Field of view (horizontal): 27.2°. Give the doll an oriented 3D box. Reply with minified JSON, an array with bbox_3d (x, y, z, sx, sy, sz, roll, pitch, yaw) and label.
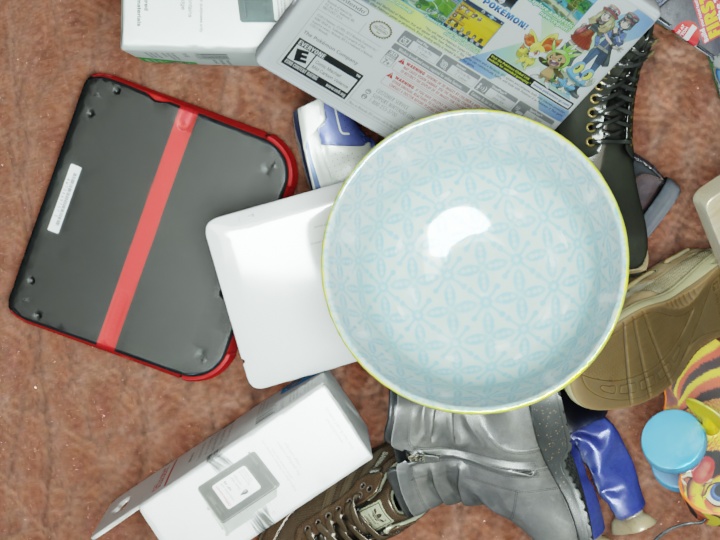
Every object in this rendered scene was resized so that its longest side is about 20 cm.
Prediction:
[{"bbox_3d":[0.149,0.116,1.129,0.136,0.048,0.200,-24,92,-19],"label":"doll"}]

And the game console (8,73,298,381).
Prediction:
[{"bbox_3d":[-0.155,-0.030,1.131,0.176,0.031,0.201,20,92,2],"label":"game console"}]

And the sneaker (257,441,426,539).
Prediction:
[{"bbox_3d":[0.001,0.175,1.120,0.200,0.076,0.071,-37,94,1],"label":"sneaker"}]

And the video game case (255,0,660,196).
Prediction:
[{"bbox_3d":[0.062,-0.156,0.976,0.200,0.022,0.182,28,124,-22],"label":"video game case"}]

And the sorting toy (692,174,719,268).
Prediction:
[{"bbox_3d":[0.366,-0.019,1.068,0.200,0.070,0.199,-33,121,-5],"label":"sorting toy"}]

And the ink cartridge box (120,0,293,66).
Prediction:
[{"bbox_3d":[-0.063,-0.190,1.062,0.199,0.147,0.083,1,94,-3],"label":"ink cartridge box"}]

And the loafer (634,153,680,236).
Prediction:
[{"bbox_3d":[0.156,-0.009,1.099,0.063,0.072,0.200,43,69,-1],"label":"loafer"}]

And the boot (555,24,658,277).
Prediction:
[{"bbox_3d":[0.172,-0.108,1.029,0.077,0.138,0.200,-9,67,-29],"label":"boot"}]

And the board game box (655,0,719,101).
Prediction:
[{"bbox_3d":[0.295,-0.195,1.083,0.199,0.062,0.200,-27,121,-5],"label":"board game box"}]

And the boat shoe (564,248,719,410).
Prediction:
[{"bbox_3d":[0.207,0.040,1.082,0.200,0.064,0.071,-26,116,-33],"label":"boat shoe"}]

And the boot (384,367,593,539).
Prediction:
[{"bbox_3d":[0.092,0.159,1.063,0.131,0.070,0.201,-13,105,6],"label":"boot"}]

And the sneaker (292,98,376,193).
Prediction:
[{"bbox_3d":[0.028,-0.048,1.112,0.115,0.081,0.200,-21,101,-3],"label":"sneaker"}]

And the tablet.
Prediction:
[{"bbox_3d":[0.000,0.000,1.071,0.199,0.014,0.130,-16,102,-2],"label":"tablet"}]

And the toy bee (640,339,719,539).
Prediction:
[{"bbox_3d":[0.263,0.145,1.097,0.108,0.131,0.201,6,89,21],"label":"toy bee"}]

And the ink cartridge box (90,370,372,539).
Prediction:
[{"bbox_3d":[-0.092,0.155,1.098,0.200,0.116,0.067,-34,95,2],"label":"ink cartridge box"}]

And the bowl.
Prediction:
[{"bbox_3d":[0.080,0.001,1.006,0.199,0.108,0.201,-1,81,9],"label":"bowl"}]
